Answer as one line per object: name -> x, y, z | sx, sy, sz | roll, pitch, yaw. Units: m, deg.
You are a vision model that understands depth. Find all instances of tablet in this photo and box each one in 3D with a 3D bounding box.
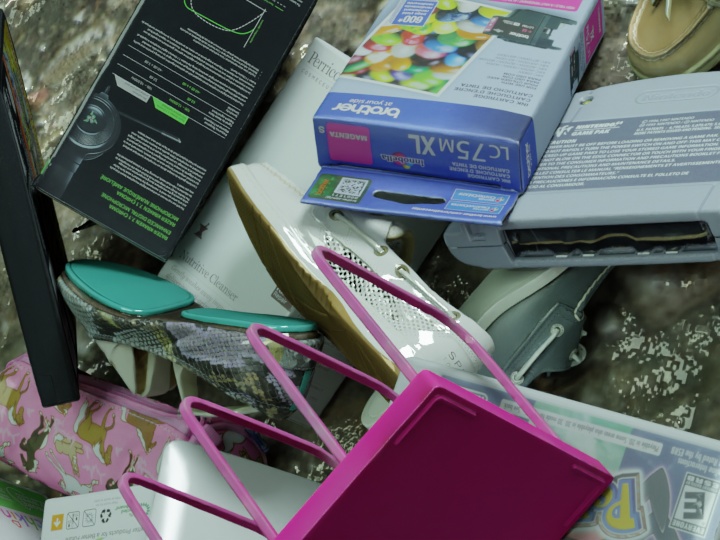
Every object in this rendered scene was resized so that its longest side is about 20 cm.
tablet -> -0.061, 0.196, 1.131 | 0.014, 0.130, 0.200 | -47, 29, 51

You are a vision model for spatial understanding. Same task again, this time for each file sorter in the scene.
file sorter -> -0.019, 0.110, 0.957 | 0.200, 0.139, 0.125 | -49, 47, 11

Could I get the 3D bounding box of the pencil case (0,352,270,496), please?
pencil case -> -0.148, 0.107, 1.287 | 0.200, 0.083, 0.087 | 14, 81, 42

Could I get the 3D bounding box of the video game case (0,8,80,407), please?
video game case -> -0.206, -0.042, 1.281 | 0.025, 0.200, 0.181 | -13, 22, -4

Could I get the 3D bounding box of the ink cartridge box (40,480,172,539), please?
ink cartridge box -> -0.142, 0.220, 1.162 | 0.095, 0.037, 0.201 | -12, 62, 33

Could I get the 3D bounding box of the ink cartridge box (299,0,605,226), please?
ink cartridge box -> 0.052, -0.101, 1.158 | 0.119, 0.042, 0.200 | 9, 43, 19

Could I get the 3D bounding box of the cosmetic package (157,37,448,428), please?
cosmetic package -> -0.028, -0.022, 1.247 | 0.113, 0.081, 0.200 | 35, 95, 40

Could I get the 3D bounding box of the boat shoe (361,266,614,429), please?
boat shoe -> 0.091, 0.034, 1.154 | 0.200, 0.062, 0.073 | -43, 13, 1

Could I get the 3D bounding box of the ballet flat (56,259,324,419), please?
ballet flat -> -0.104, 0.044, 1.187 | 0.200, 0.072, 0.072 | 15, 81, 41

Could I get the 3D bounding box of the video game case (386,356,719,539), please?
video game case -> 0.070, 0.147, 0.976 | 0.200, 0.023, 0.183 | 14, 81, 39

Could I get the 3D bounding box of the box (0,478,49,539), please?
box -> -0.292, 0.204, 1.280 | 0.177, 0.200, 0.097 | -52, 48, 9

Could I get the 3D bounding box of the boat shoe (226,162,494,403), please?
boat shoe -> 0.000, 0.000, 1.143 | 0.069, 0.071, 0.200 | -34, 56, -13

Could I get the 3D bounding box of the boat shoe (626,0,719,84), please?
boat shoe -> 0.201, -0.195, 1.154 | 0.073, 0.063, 0.200 | 31, 92, 42

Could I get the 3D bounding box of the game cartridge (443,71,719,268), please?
game cartridge -> 0.155, -0.055, 1.105 | 0.200, 0.041, 0.133 | -1, 41, 38

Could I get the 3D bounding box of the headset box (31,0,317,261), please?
headset box -> -0.116, -0.104, 1.291 | 0.200, 0.093, 0.174 | -60, 6, 2
